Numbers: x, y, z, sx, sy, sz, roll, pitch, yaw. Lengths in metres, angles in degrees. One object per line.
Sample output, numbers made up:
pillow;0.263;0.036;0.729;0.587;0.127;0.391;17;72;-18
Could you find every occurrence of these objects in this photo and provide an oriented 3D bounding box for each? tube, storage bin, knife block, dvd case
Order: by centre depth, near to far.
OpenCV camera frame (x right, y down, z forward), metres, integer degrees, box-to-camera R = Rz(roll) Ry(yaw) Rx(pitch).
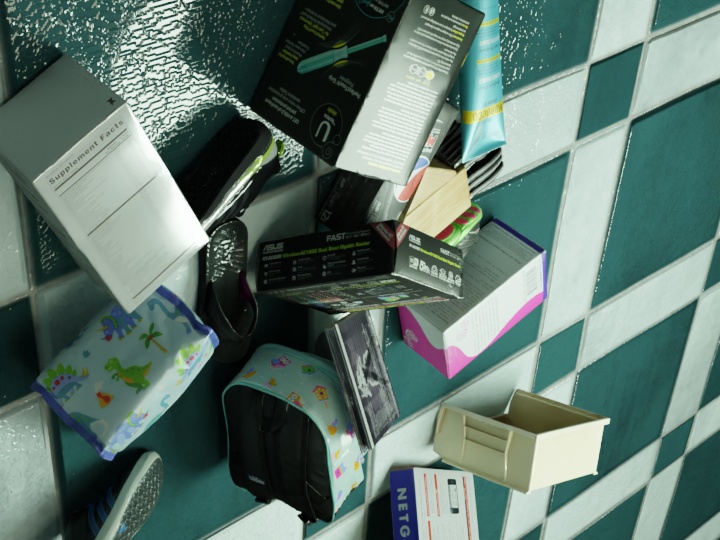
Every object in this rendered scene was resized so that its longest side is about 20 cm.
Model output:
tube;0.143;-0.236;1.442;0.077;0.050;0.203;-21;120;-28
dvd case;0.004;0.127;1.462;0.016;0.151;0.200;-16;-178;12
knife block;0.097;-0.093;1.528;0.174;0.064;0.203;4;115;-49
storage bin;0.247;0.259;1.871;0.198;0.197;0.096;-4;104;-47

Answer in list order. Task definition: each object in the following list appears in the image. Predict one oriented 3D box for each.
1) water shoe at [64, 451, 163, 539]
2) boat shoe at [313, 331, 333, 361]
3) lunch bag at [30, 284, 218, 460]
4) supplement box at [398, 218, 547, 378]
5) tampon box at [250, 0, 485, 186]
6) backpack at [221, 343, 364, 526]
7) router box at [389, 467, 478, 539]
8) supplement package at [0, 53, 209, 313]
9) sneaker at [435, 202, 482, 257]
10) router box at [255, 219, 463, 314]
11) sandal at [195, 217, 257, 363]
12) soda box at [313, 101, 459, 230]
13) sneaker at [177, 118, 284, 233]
water shoe;-0.300;0.286;1.384;0.072;0.078;0.201;82;29;-48
boat shoe;-0.034;0.164;1.587;0.065;0.072;0.203;-11;119;-40
lunch bag;-0.239;0.103;1.263;0.170;0.127;0.200;-46;172;-10
supplement box;0.157;0.037;1.667;0.199;0.103;0.102;-37;142;-23
tampon box;0.007;-0.217;1.257;0.125;0.149;0.202;10;111;-50
backpack;-0.077;0.186;1.468;0.154;0.174;0.202;-50;146;-34
router box;0.120;0.413;1.871;0.178;0.048;0.204;17;64;-52
supplement package;-0.244;-0.079;1.120;0.114;0.109;0.201;-42;143;-15
sneaker;0.090;-0.012;1.576;0.199;0.076;0.085;-36;136;-22
router box;0.000;0.000;1.384;0.149;0.197;0.063;21;67;-53
sandal;-0.149;0.034;1.367;0.075;0.048;0.203;-28;136;-31
soda box;0.032;-0.125;1.423;0.063;0.070;0.202;19;104;-53
sneaker;-0.149;-0.069;1.267;0.200;0.071;0.083;-47;144;-10
